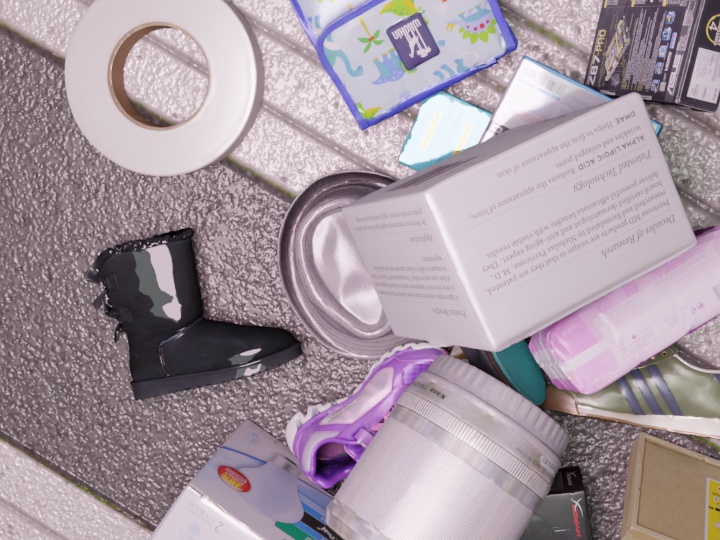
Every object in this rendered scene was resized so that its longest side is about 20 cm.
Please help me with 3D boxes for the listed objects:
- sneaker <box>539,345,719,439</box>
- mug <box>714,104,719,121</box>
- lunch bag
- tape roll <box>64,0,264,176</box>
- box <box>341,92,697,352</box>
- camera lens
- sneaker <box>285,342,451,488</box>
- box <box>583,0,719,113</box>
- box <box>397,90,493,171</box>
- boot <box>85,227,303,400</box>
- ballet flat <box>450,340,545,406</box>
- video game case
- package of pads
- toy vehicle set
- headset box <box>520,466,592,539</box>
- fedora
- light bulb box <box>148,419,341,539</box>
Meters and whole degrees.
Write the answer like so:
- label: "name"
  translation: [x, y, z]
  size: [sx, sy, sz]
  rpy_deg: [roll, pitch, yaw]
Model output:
- label: "sneaker"
  translation: [0.282, 0.109, 1.033]
  size: [0.200, 0.067, 0.090]
  rpy_deg: [8, 83, 12]
- label: "mug"
  translation: [0.421, -0.194, 0.947]
  size: [0.200, 0.133, 0.178]
  rpy_deg: [-40, 127, 7]
- label: "lunch bag"
  translation: [0.029, -0.254, 0.976]
  size: [0.170, 0.127, 0.200]
  rpy_deg: [-26, 94, 12]
- label: "tape roll"
  translation: [-0.199, -0.196, 1.064]
  size: [0.203, 0.037, 0.203]
  rpy_deg: [1, 99, 7]
- label: "box"
  translation: [0.121, -0.037, 0.859]
  size: [0.200, 0.199, 0.131]
  rpy_deg: [-26, 98, -17]
- label: "camera lens"
  translation: [0.077, 0.198, 0.958]
  size: [0.160, 0.160, 0.200]
  rpy_deg: [35, 81, 2]
- label: "sneaker"
  translation: [0.014, 0.152, 1.051]
  size: [0.200, 0.088, 0.080]
  rpy_deg: [-35, 112, 12]
- label: "box"
  translation: [0.273, -0.246, 0.926]
  size: [0.049, 0.161, 0.200]
  rpy_deg: [8, 100, -22]
- label: "box"
  translation: [0.143, -0.101, 1.023]
  size: [0.200, 0.049, 0.082]
  rpy_deg: [25, 101, 4]
- label: "boot"
  translation: [-0.171, 0.037, 1.080]
  size: [0.198, 0.073, 0.163]
  rpy_deg: [-13, 93, 10]
- label: "ballet flat"
  translation: [0.107, 0.056, 1.014]
  size: [0.073, 0.073, 0.200]
  rpy_deg: [-30, 112, 11]
- label: "video game case"
  translation: [0.170, -0.079, 0.987]
  size: [0.143, 0.018, 0.200]
  rpy_deg: [27, 104, 3]
- label: "package of pads"
  translation: [0.257, 0.038, 0.971]
  size: [0.200, 0.121, 0.076]
  rpy_deg: [-32, 88, -2]
- label: "toy vehicle set"
  translation: [0.353, 0.241, 1.008]
  size: [0.200, 0.124, 0.027]
  rpy_deg: [21, 131, 5]
- label: "headset box"
  translation: [0.136, 0.291, 1.069]
  size: [0.200, 0.075, 0.149]
  rpy_deg: [-8, 97, 9]
- label: "fedora"
  translation: [0.000, 0.000, 1.037]
  size: [0.177, 0.090, 0.200]
  rpy_deg: [-15, 96, 10]
- label: "light bulb box"
  translation: [-0.093, 0.275, 1.036]
  size: [0.198, 0.200, 0.125]
  rpy_deg: [34, 102, 1]
